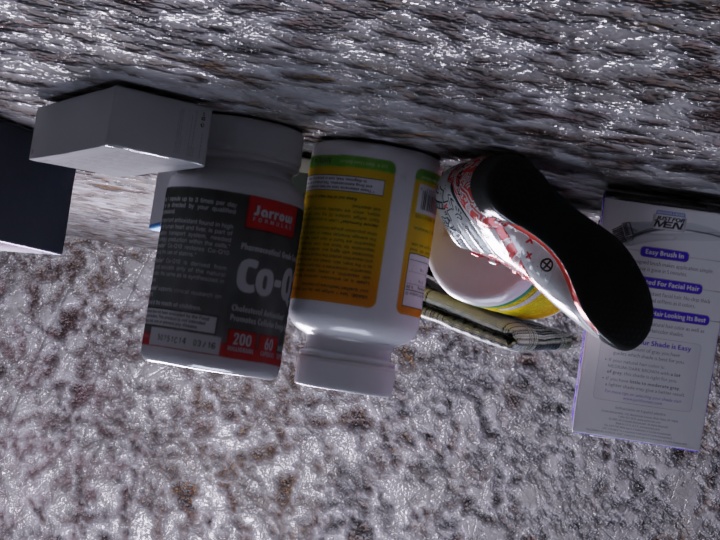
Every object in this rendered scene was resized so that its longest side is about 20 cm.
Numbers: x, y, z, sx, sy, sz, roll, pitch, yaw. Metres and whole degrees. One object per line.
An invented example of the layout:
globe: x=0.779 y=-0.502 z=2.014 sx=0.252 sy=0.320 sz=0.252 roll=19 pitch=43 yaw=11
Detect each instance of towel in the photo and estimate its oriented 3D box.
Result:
towel: x=0.097 y=0.034 z=1.480 sx=0.199 sy=0.035 sz=0.192 roll=20 pitch=-174 yaw=24

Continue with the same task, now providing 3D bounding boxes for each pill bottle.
pill bottle: x=0.145 y=-0.014 z=1.381 sx=0.112 sy=0.114 sz=0.200 roll=7 pitch=177 yaw=25
pill bottle: x=-0.106 y=-0.019 z=1.217 sx=0.113 sy=0.201 sz=0.114 roll=9 pitch=176 yaw=1
pill bottle: x=0.000 y=0.000 z=1.252 sx=0.110 sy=0.201 sz=0.111 roll=9 pitch=176 yaw=1

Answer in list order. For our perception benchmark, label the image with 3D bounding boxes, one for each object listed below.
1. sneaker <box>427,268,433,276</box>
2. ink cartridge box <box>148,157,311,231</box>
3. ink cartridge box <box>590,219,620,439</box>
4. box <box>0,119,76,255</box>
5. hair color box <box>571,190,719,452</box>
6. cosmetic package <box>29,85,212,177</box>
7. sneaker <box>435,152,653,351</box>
sneaker: x=0.095 y=-0.023 z=1.550 sx=0.089 sy=0.070 sz=0.200 roll=-12 pitch=166 yaw=12
ink cartridge box: x=-0.084 y=-0.062 z=1.404 sx=0.199 sy=0.086 sz=0.146 roll=8 pitch=177 yaw=-16
ink cartridge box: x=0.253 y=0.051 z=1.380 sx=0.084 sy=0.201 sz=0.145 roll=5 pitch=179 yaw=5
box: x=-0.419 y=-0.091 z=1.495 sx=0.197 sy=0.124 sz=0.200 roll=6 pitch=176 yaw=23
hair color box: x=0.243 y=0.041 z=1.263 sx=0.109 sy=0.201 sz=0.065 roll=8 pitch=-170 yaw=7
cosmetic package: x=-0.195 y=-0.109 z=1.208 sx=0.082 sy=0.051 sz=0.200 roll=8 pitch=177 yaw=-29
sneaker: x=0.145 y=-0.016 z=1.222 sx=0.201 sy=0.067 sz=0.108 roll=44 pitch=163 yaw=-18
